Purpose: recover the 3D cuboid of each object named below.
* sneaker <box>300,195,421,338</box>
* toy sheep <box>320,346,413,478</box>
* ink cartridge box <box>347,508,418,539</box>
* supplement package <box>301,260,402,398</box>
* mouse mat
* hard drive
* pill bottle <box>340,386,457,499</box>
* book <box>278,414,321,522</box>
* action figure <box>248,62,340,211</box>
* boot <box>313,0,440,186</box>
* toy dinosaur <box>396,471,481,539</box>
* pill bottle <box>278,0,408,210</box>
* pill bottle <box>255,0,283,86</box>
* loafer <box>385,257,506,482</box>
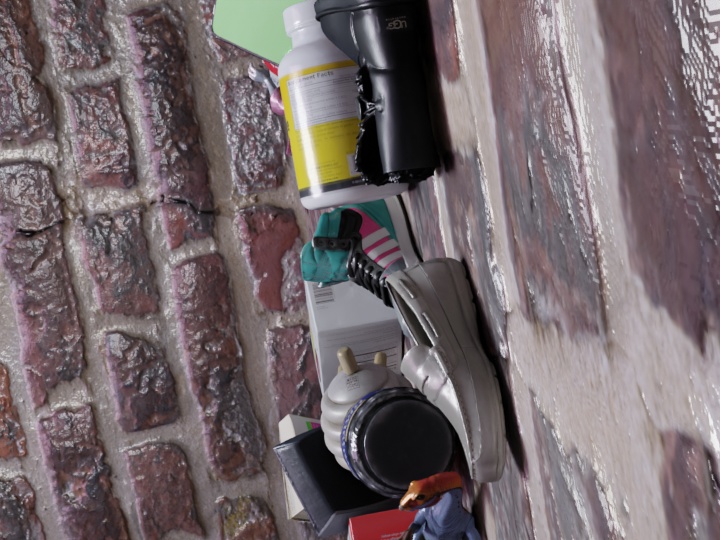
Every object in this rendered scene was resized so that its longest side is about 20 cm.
[{"bbox_3d":[0.000,0.000,1.219,0.200,0.121,0.084,-106,8,-45],"label":"sneaker"},{"bbox_3d":[0.014,0.173,1.384,0.200,0.138,0.138,62,-178,-23],"label":"toy sheep"},{"bbox_3d":[0.047,0.319,1.357,0.200,0.116,0.067,95,164,-68],"label":"ink cartridge box"},{"bbox_3d":[-0.009,0.075,1.525,0.200,0.109,0.114,88,171,-56],"label":"supplement package"},{"bbox_3d":[-0.096,-0.322,1.366,0.200,0.008,0.161,30,118,32],"label":"mouse mat"},{"bbox_3d":[-0.006,0.245,1.449,0.042,0.200,0.135,-41,70,34],"label":"hard drive"},{"bbox_3d":[0.039,0.175,1.195,0.200,0.112,0.112,118,141,-82],"label":"pill bottle"},{"bbox_3d":[-0.007,0.261,1.504,0.048,0.200,0.134,-43,44,37],"label":"book"},{"bbox_3d":[-0.046,-0.161,1.303,0.200,0.134,0.149,76,-176,-64],"label":"action figure"},{"bbox_3d":[0.013,-0.158,1.013,0.200,0.076,0.168,-151,54,-75],"label":"boot"},{"bbox_3d":[0.067,0.243,1.127,0.200,0.105,0.182,-99,10,-60],"label":"toy dinosaur"},{"bbox_3d":[-0.021,-0.167,1.171,0.112,0.112,0.200,-179,79,-85],"label":"pill bottle"},{"bbox_3d":[-0.072,-0.291,1.490,0.200,0.112,0.112,89,170,-61],"label":"pill bottle"},{"bbox_3d":[0.067,0.079,0.925,0.070,0.070,0.200,87,171,-52],"label":"loafer"}]
